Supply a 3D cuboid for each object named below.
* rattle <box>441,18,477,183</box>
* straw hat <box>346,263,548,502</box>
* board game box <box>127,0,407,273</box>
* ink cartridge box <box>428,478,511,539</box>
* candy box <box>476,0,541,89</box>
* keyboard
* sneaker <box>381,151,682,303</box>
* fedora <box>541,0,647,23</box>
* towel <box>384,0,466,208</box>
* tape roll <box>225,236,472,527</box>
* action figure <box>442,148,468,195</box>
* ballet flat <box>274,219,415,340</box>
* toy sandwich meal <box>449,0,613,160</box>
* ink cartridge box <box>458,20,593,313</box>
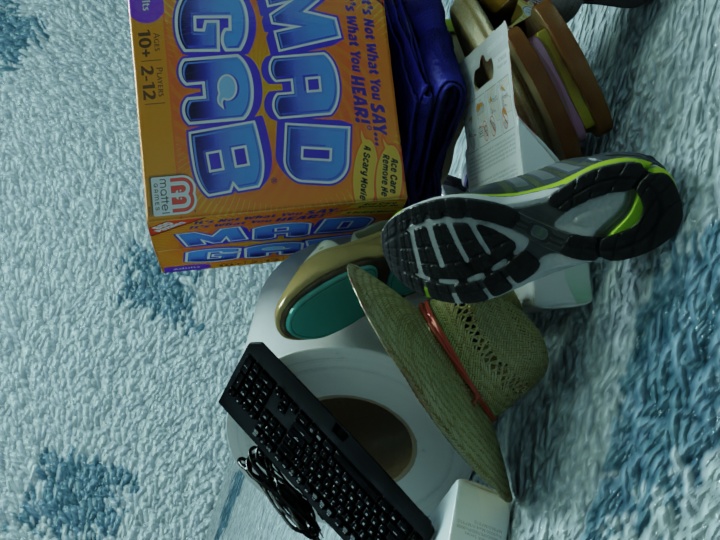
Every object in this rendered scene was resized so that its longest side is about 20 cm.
[{"bbox_3d":[0.094,-0.116,1.336,0.130,0.142,0.202,-3,80,51],"label":"rattle"},{"bbox_3d":[0.081,0.054,1.008,0.085,0.202,0.201,-34,15,7],"label":"straw hat"},{"bbox_3d":[-0.079,-0.123,1.203,0.200,0.198,0.202,109,155,-78],"label":"board game box"},{"bbox_3d":[0.043,0.269,1.019,0.160,0.047,0.201,120,170,-48],"label":"ink cartridge box"},{"bbox_3d":[0.161,-0.282,1.556,0.117,0.056,0.201,119,167,-46],"label":"candy box"},{"bbox_3d":[-0.039,0.153,1.072,0.039,0.200,0.105,-22,-32,-44],"label":"keyboard"},{"bbox_3d":[0.110,-0.031,0.948,0.081,0.198,0.075,-48,-54,-67],"label":"sneaker"},{"bbox_3d":[0.203,-0.285,1.135,0.177,0.089,0.202,-131,51,-84],"label":"fedora"},{"bbox_3d":[0.037,-0.161,1.223,0.148,0.049,0.201,103,163,-44],"label":"towel"},{"bbox_3d":[0.000,0.093,1.199,0.140,0.201,0.204,-79,12,-51],"label":"tape roll"},{"bbox_3d":[0.105,-0.033,1.301,0.131,0.069,0.201,-56,18,34],"label":"action figure"},{"bbox_3d":[0.000,0.000,1.105,0.199,0.063,0.069,-18,-44,-40],"label":"ballet flat"},{"bbox_3d":[0.136,-0.153,1.179,0.070,0.206,0.205,-26,14,3],"label":"toy sandwich meal"},{"bbox_3d":[0.117,-0.069,1.086,0.161,0.050,0.202,159,107,-80],"label":"ink cartridge box"}]
